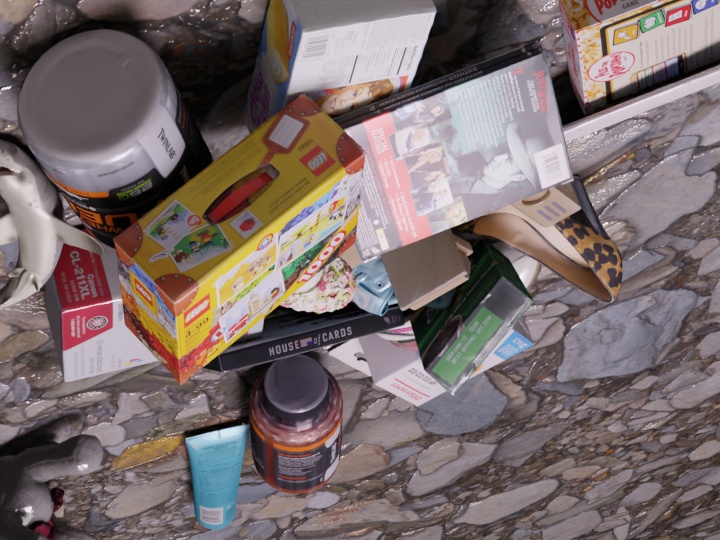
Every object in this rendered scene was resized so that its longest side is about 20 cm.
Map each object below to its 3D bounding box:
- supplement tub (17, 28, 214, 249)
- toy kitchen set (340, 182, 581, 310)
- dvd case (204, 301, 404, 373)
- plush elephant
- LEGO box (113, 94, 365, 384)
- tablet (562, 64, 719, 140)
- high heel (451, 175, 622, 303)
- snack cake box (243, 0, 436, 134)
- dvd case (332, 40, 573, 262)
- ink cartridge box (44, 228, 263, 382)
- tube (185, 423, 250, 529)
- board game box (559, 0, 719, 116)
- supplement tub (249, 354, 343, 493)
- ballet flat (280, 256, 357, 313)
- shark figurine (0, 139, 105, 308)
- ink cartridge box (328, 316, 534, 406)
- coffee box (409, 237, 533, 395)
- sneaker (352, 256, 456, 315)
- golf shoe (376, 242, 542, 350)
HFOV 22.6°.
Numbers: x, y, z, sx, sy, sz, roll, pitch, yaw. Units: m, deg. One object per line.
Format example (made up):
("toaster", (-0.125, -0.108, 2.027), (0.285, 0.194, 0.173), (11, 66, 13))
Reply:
("supplement tub", (-0.186, -0.092, 1.436), (0.122, 0.123, 0.200), (-21, 153, 2))
("toy kitchen set", (0.090, -0.034, 1.690), (0.199, 0.164, 0.180), (-30, 152, 20))
("dvd case", (-0.075, 0.065, 1.815), (0.199, 0.025, 0.150), (-14, -173, -23))
("plush elephant", (-0.359, 0.280, 1.978), (0.199, 0.165, 0.155), (0, 148, 27))
("LEGO box", (-0.096, -0.024, 1.443), (0.200, 0.077, 0.149), (-40, 161, -21))
("tablet", (0.269, -0.157, 1.675), (0.199, 0.014, 0.130), (-20, 180, 14))
("high heel", (0.165, -0.025, 1.779), (0.199, 0.143, 0.071), (-5, 150, -27))
("snack cake box", (-0.020, -0.167, 1.473), (0.114, 0.067, 0.200), (-12, 153, -20))
("dvd case", (0.074, -0.098, 1.516), (0.199, 0.022, 0.146), (-21, 132, 0))
("ink cartridge box", (-0.189, 0.017, 1.680), (0.199, 0.083, 0.146), (-13, 152, -15))
("tube", (-0.173, 0.244, 2.162), (0.077, 0.051, 0.200), (-16, 149, -17))
("board game box", (0.280, -0.224, 1.596), (0.199, 0.046, 0.152), (-20, 154, 1))
("supplement tub", (-0.072, 0.168, 2.018), (0.106, 0.107, 0.200), (-15, 154, -10))
("ballet flat", (-0.092, -0.019, 1.594), (0.199, 0.076, 0.064), (27, 176, -9))
("shark figurine", (-0.286, -0.026, 1.549), (0.128, 0.090, 0.215), (24, 131, -9))
("ink cartridge box", (0.078, 0.087, 2.013), (0.199, 0.068, 0.115), (-29, 152, 18))
("coffee box", (0.106, 0.041, 1.774), (0.123, 0.044, 0.200), (-50, -171, 9))
("sneaker", (0.000, 0.000, 1.743), (0.199, 0.082, 0.074), (2, 145, -5))
("golf shoe", (0.098, 0.021, 1.898), (0.199, 0.073, 0.092), (-29, 151, 17))
